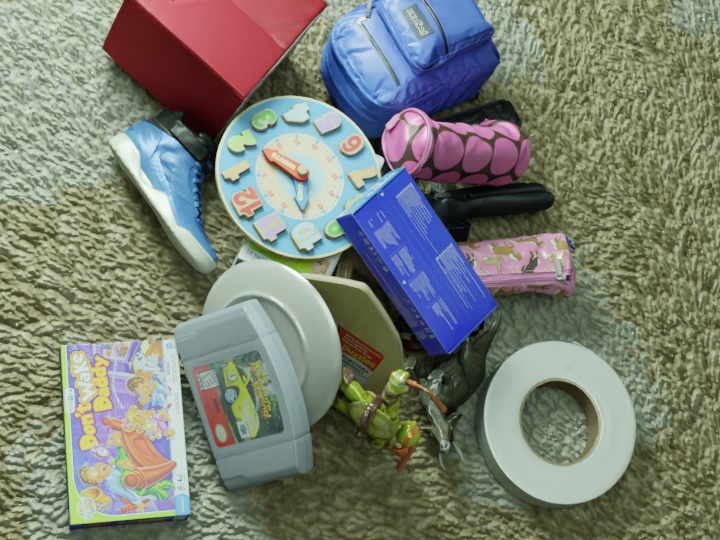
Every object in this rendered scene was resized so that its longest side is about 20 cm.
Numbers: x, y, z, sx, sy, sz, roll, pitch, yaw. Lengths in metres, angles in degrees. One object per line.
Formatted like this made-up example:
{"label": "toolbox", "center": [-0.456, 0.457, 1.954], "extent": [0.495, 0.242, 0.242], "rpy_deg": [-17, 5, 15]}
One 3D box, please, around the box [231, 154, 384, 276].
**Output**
{"label": "box", "center": [-0.066, -0.060, 1.695], "extent": [0.112, 0.101, 0.201], "rpy_deg": [27, 69, -5]}

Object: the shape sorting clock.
{"label": "shape sorting clock", "center": [-0.069, -0.109, 1.633], "extent": [0.198, 0.039, 0.202], "rpy_deg": [4, 73, -14]}

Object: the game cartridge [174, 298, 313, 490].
{"label": "game cartridge", "center": [-0.127, 0.140, 1.589], "extent": [0.041, 0.132, 0.202], "rpy_deg": [-20, 91, -58]}

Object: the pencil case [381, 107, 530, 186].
{"label": "pencil case", "center": [0.113, -0.150, 1.710], "extent": [0.199, 0.091, 0.094], "rpy_deg": [2, 56, -48]}

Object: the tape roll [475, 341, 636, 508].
{"label": "tape roll", "center": [0.238, 0.186, 1.731], "extent": [0.200, 0.037, 0.205], "rpy_deg": [4, 72, -13]}

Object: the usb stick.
{"label": "usb stick", "center": [0.111, -0.171, 1.813], "extent": [0.198, 0.033, 0.056], "rpy_deg": [-19, 72, -19]}

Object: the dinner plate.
{"label": "dinner plate", "center": [-0.108, 0.089, 1.598], "extent": [0.024, 0.200, 0.201], "rpy_deg": [-20, 76, -53]}

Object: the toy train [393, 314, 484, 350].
{"label": "toy train", "center": [0.068, 0.074, 1.705], "extent": [0.198, 0.034, 0.046], "rpy_deg": [-9, 103, -31]}

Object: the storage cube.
{"label": "storage cube", "center": [-0.176, -0.291, 1.693], "extent": [0.179, 0.200, 0.171], "rpy_deg": [41, 67, -6]}

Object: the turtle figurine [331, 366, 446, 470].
{"label": "turtle figurine", "center": [0.007, 0.161, 1.608], "extent": [0.160, 0.201, 0.065], "rpy_deg": [32, 61, 12]}

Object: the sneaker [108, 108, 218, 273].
{"label": "sneaker", "center": [-0.201, -0.102, 1.686], "extent": [0.111, 0.077, 0.201], "rpy_deg": [-33, 77, -11]}

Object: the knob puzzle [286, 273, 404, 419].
{"label": "knob puzzle", "center": [-0.030, 0.069, 1.620], "extent": [0.219, 0.220, 0.031], "rpy_deg": [34, 47, -1]}

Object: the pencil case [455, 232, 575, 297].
{"label": "pencil case", "center": [0.164, -0.001, 1.743], "extent": [0.198, 0.087, 0.084], "rpy_deg": [-3, 68, -12]}

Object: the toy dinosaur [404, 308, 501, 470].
{"label": "toy dinosaur", "center": [0.110, 0.127, 1.701], "extent": [0.076, 0.103, 0.201], "rpy_deg": [6, 49, 34]}

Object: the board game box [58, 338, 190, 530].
{"label": "board game box", "center": [-0.267, 0.183, 1.599], "extent": [0.133, 0.045, 0.202], "rpy_deg": [-3, 74, -15]}

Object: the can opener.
{"label": "can opener", "center": [0.150, -0.084, 1.789], "extent": [0.198, 0.079, 0.063], "rpy_deg": [-14, 38, -21]}

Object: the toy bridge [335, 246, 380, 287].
{"label": "toy bridge", "center": [0.000, 0.000, 1.713], "extent": [0.067, 0.027, 0.202], "rpy_deg": [36, 61, -49]}

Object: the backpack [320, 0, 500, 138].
{"label": "backpack", "center": [0.052, -0.276, 1.760], "extent": [0.199, 0.168, 0.163], "rpy_deg": [-28, 75, -18]}

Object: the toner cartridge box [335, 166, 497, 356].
{"label": "toner cartridge box", "center": [0.066, -0.009, 1.637], "extent": [0.095, 0.043, 0.201], "rpy_deg": [-41, 104, -28]}
